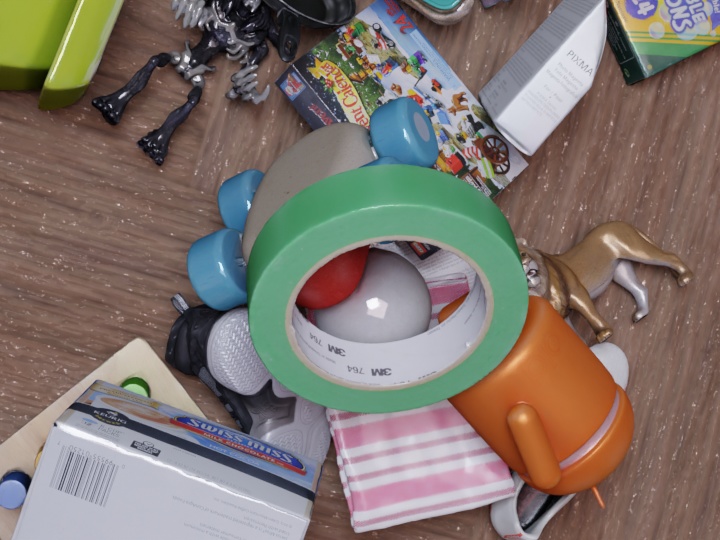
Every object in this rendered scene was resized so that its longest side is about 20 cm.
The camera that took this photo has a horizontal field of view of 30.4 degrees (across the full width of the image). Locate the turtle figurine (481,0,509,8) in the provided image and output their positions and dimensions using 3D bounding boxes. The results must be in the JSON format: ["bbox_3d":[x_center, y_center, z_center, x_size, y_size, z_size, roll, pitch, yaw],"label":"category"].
[{"bbox_3d":[0.084,-0.327,1.149,0.100,0.150,0.200,-29,102,12],"label":"turtle figurine"}]

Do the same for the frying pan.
[{"bbox_3d":[-0.045,-0.217,1.106,0.115,0.031,0.190,13,45,-36],"label":"frying pan"}]

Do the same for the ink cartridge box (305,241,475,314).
[{"bbox_3d":[0.023,0.007,1.180,0.160,0.050,0.201,-22,80,-8],"label":"ink cartridge box"}]

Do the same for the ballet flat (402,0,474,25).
[{"bbox_3d":[0.017,-0.279,1.161,0.200,0.067,0.068,43,95,12],"label":"ballet flat"}]

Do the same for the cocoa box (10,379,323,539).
[{"bbox_3d":[-0.144,0.188,1.003,0.199,0.131,0.134,21,101,-1],"label":"cocoa box"}]

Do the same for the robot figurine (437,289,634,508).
[{"bbox_3d":[0.143,0.102,1.076,0.117,0.144,0.200,-46,107,-8],"label":"robot figurine"}]

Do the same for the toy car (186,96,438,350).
[{"bbox_3d":[0.000,0.000,1.063,0.184,0.177,0.200,-22,118,25],"label":"toy car"}]

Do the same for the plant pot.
[{"bbox_3d":[-0.280,-0.236,1.059,0.181,0.200,0.200,22,85,-15],"label":"plant pot"}]

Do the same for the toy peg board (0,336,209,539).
[{"bbox_3d":[-0.201,0.194,1.108,0.199,0.098,0.200,-38,94,-8],"label":"toy peg board"}]

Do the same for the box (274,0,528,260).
[{"bbox_3d":[0.039,-0.127,1.153,0.200,0.038,0.137,50,55,-4],"label":"box"}]

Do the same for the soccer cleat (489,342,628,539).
[{"bbox_3d":[0.183,0.154,1.174,0.069,0.085,0.200,35,84,-6],"label":"soccer cleat"}]

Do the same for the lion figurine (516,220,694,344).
[{"bbox_3d":[0.203,0.001,1.187,0.200,0.073,0.123,-26,74,-37],"label":"lion figurine"}]

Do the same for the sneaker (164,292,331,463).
[{"bbox_3d":[-0.099,0.097,1.139,0.075,0.114,0.200,-41,131,-23],"label":"sneaker"}]

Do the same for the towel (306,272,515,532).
[{"bbox_3d":[0.043,0.112,1.126,0.146,0.030,0.201,-12,87,-8],"label":"towel"}]

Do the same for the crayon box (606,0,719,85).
[{"bbox_3d":[0.313,-0.272,1.221,0.200,0.052,0.126,-27,93,-9],"label":"crayon box"}]

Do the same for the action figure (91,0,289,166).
[{"bbox_3d":[-0.128,-0.184,1.125,0.119,0.102,0.200,44,83,-20],"label":"action figure"}]

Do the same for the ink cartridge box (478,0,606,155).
[{"bbox_3d":[0.184,-0.197,1.117,0.057,0.163,0.200,44,101,-10],"label":"ink cartridge box"}]

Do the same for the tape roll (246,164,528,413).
[{"bbox_3d":[0.018,0.018,0.951,0.200,0.048,0.201,-4,131,-5],"label":"tape roll"}]
